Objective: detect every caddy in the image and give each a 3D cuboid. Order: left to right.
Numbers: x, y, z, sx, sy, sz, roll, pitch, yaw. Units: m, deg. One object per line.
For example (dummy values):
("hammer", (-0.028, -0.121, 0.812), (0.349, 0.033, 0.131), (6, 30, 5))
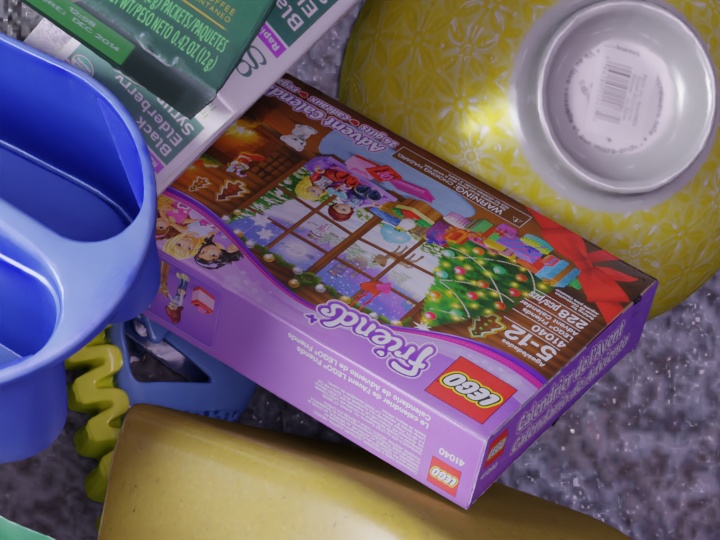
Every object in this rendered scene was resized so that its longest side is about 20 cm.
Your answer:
("caddy", (-0.164, -0.023, 0.970), (0.199, 0.105, 0.142), (26, 67, 18))

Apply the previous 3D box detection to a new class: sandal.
("sandal", (-0.079, 0.054, 1.108), (0.086, 0.079, 0.202), (-13, 93, -17))

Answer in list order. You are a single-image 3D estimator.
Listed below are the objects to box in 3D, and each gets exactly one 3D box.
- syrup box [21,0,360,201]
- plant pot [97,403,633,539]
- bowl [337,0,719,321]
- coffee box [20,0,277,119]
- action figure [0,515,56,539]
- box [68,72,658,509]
("syrup box", (-0.046, -0.118, 1.066), (0.079, 0.081, 0.200), (46, 43, -4))
("plant pot", (0.022, 0.171, 1.028), (0.193, 0.199, 0.197), (14, 84, -42))
("bowl", (0.098, -0.070, 1.134), (0.198, 0.108, 0.202), (1, 88, -13))
("coffee box", (-0.057, -0.172, 0.967), (0.123, 0.044, 0.201), (35, 71, -11))
("action figure", (-0.209, 0.085, 0.962), (0.200, 0.055, 0.118), (38, 113, 9))
("box", (0.000, 0.000, 1.057), (0.199, 0.039, 0.137), (30, 41, 20))
